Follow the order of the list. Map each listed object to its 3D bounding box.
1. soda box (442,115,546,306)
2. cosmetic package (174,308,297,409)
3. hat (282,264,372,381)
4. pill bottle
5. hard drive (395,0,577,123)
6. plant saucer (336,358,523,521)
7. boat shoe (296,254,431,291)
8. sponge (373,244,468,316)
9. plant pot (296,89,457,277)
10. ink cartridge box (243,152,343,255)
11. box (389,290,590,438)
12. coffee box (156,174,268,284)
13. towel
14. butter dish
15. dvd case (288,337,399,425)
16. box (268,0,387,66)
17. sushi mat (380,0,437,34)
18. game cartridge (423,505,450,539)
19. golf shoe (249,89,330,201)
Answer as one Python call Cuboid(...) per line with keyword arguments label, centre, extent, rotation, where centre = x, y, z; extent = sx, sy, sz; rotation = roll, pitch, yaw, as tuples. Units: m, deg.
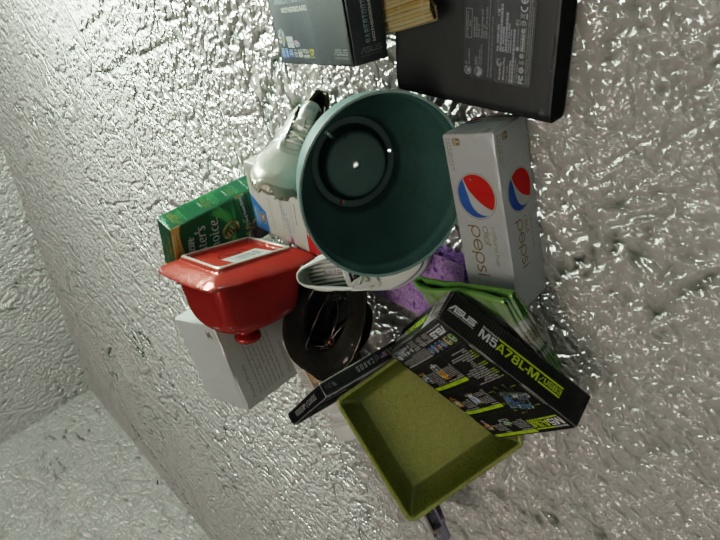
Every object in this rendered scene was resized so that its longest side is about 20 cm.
Cuboid(label="soda box", centre=(0.150, -0.061, 0.658), extent=(0.067, 0.063, 0.205), rotation=(11, 124, 46))
Cuboid(label="cosmetic package", centre=(-0.197, 0.117, 1.105), extent=(0.164, 0.198, 0.171), rotation=(0, 115, 50))
Cuboid(label="hat", centre=(-0.034, 0.071, 0.924), extent=(0.198, 0.080, 0.207), rotation=(-16, 68, 46))
Cuboid(label="pill bottle", centre=(-0.043, 0.180, 1.034), extent=(0.113, 0.113, 0.204), rotation=(-16, 103, 54))
Cuboid(label="hard drive", centre=(0.114, -0.238, 0.597), extent=(0.197, 0.033, 0.143), rotation=(26, 134, 38))
Cuboid(label="plant saucer", centre=(0.096, 0.209, 0.852), extent=(0.203, 0.197, 0.048), rotation=(57, 180, 0))
Cuboid(label="boat shoe", centre=(0.000, 0.000, 0.800), extent=(0.196, 0.066, 0.076), rotation=(-16, 92, 36))
Cuboid(label="sponge", centre=(0.072, 0.004, 0.833), extent=(0.197, 0.030, 0.114), rotation=(26, 134, 39))
Cuboid(label="plant pot", centre=(0.010, -0.114, 0.707), extent=(0.134, 0.195, 0.205), rotation=(-130, 24, -61))
Cuboid(label="ink cartridge box", centre=(-0.087, -0.104, 0.917), extent=(0.197, 0.067, 0.119), rotation=(25, 134, 39))
Cuboid(label="box", centre=(0.143, 0.124, 0.730), extent=(0.191, 0.048, 0.200), rotation=(35, 158, 1))
Cuboid(label="coffee box", centre=(-0.241, -0.073, 1.017), extent=(0.044, 0.198, 0.125), rotation=(36, 140, 27))
Cuboid(label="towel", centre=(0.158, 0.086, 0.718), extent=(0.147, 0.031, 0.201), rotation=(7, 145, 49))
Cuboid(label="butter dish", centre=(-0.183, 0.041, 0.936), extent=(0.197, 0.197, 0.152), rotation=(12, 114, 48))
Cuboid(label="dvd case", centre=(-0.002, 0.155, 0.889), extent=(0.025, 0.197, 0.151), rotation=(56, 145, 12))
Cuboid(label="box", centre=(-0.050, -0.323, 0.689), extent=(0.199, 0.050, 0.162), rotation=(30, 137, 53))
Cuboid(label="sushi mat", centre=(0.015, -0.303, 0.645), extent=(0.199, 0.012, 0.098), rotation=(22, 129, 59))
Cuboid(label="game cartridge", centre=(0.087, 0.326, 0.989), extent=(0.130, 0.038, 0.204), rotation=(-99, -16, -74))
Cuboid(label="golf shoe", centre=(-0.085, -0.168, 0.770), extent=(0.076, 0.202, 0.099), rotation=(19, 128, -1))
